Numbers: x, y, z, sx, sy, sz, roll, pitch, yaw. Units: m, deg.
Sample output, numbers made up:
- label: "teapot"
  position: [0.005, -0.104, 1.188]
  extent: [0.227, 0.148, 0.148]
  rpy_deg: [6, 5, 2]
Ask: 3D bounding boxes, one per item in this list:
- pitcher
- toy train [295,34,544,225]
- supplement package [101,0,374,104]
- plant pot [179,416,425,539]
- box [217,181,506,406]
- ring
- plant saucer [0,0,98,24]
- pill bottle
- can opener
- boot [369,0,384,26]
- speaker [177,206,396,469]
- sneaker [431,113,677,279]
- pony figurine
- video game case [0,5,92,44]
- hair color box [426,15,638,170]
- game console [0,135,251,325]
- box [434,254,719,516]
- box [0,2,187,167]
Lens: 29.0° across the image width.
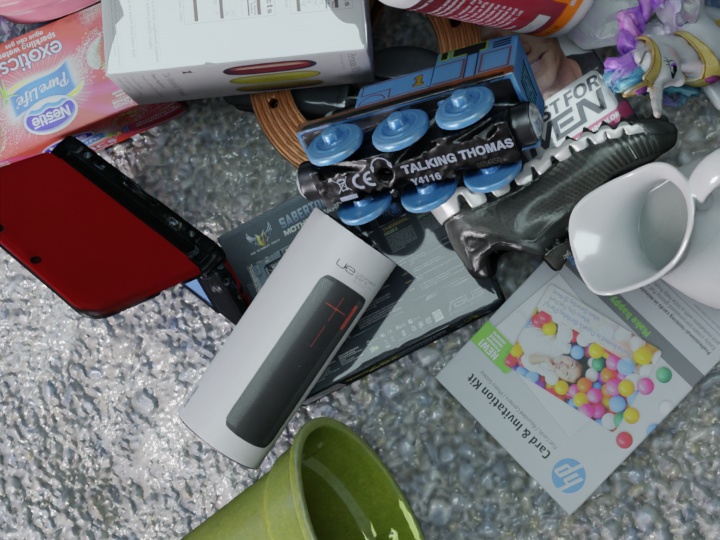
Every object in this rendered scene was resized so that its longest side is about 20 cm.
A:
- label: "pitcher"
  position: [0.276, -0.041, 1.006]
  extent: [0.171, 0.198, 0.123]
  rpy_deg: [-36, 61, 46]
- label: "toy train"
  position: [0.046, -0.104, 1.059]
  extent: [0.198, 0.087, 0.115]
  rpy_deg: [-14, 35, 22]
- label: "supplement package"
  position: [-0.092, -0.202, 1.083]
  extent: [0.197, 0.114, 0.111]
  rpy_deg: [-5, 85, 4]
- label: "plant pot"
  position: [-0.063, 0.246, 1.082]
  extent: [0.183, 0.200, 0.202]
  rpy_deg: [-30, 77, 19]
- label: "box"
  position: [0.000, 0.000, 1.157]
  extent: [0.198, 0.051, 0.159]
  rpy_deg: [-28, 78, 9]
- label: "ring"
  position: [0.003, -0.168, 1.138]
  extent: [0.198, 0.019, 0.203]
  rpy_deg: [-1, 86, 13]
- label: "plant saucer"
  position: [-0.247, -0.271, 1.200]
  extent: [0.199, 0.201, 0.051]
  rpy_deg: [-20, 120, 9]
- label: "pill bottle"
  position: [0.071, -0.238, 1.004]
  extent: [0.198, 0.113, 0.114]
  rpy_deg: [5, 82, -28]
- label: "can opener"
  position: [-0.017, -0.160, 1.180]
  extent: [0.198, 0.053, 0.068]
  rpy_deg: [9, 87, 14]
- label: "boot"
  position: [-0.060, -0.226, 1.191]
  extent: [0.143, 0.071, 0.203]
  rpy_deg: [29, 85, 15]
- label: "speaker"
  position: [-0.057, 0.051, 1.098]
  extent: [0.081, 0.081, 0.201]
  rpy_deg: [35, 91, 14]
- label: "sneaker"
  position: [0.155, -0.050, 1.064]
  extent: [0.198, 0.066, 0.091]
  rpy_deg: [-22, 83, 16]
- label: "pony figurine"
  position: [0.242, -0.204, 1.059]
  extent: [0.166, 0.198, 0.195]
  rpy_deg: [-41, 63, 50]
- label: "video game case"
  position: [-0.349, -0.206, 1.280]
  extent: [0.198, 0.019, 0.144]
  rpy_deg: [22, 88, 13]
- label: "hair color box"
  position: [0.145, -0.156, 1.141]
  extent: [0.099, 0.060, 0.201]
  rpy_deg: [-33, 77, 7]
- label: "game console"
  position: [-0.202, -0.008, 1.110]
  extent: [0.199, 0.173, 0.119]
  rpy_deg: [36, 72, 30]
- label: "box"
  position: [0.182, 0.068, 1.113]
  extent: [0.200, 0.041, 0.156]
  rpy_deg: [-46, 76, 5]
- label: "box"
  position: [-0.261, -0.149, 1.196]
  extent: [0.198, 0.100, 0.096]
  rpy_deg: [-22, 85, 2]
